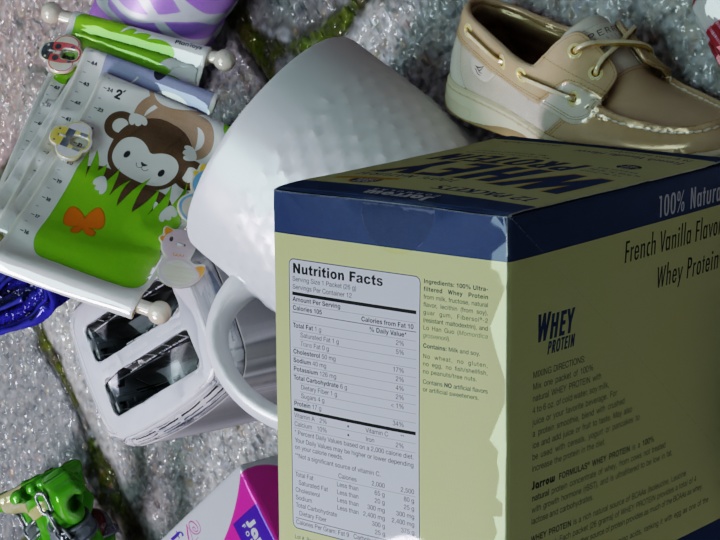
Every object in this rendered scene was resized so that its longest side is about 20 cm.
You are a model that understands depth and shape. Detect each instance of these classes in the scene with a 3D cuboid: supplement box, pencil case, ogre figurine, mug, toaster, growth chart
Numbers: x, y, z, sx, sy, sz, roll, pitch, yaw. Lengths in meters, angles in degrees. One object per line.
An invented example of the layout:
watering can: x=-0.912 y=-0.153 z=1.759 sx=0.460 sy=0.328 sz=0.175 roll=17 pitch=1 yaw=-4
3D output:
supplement box: x=-0.066 y=0.199 z=1.495 sx=0.200 sy=0.103 sz=0.102 roll=-45 pitch=66 yaw=41
pencil case: x=-0.124 y=-0.166 z=1.482 sx=0.200 sy=0.084 sz=0.086 roll=-55 pitch=26 yaw=37
ogre figurine: x=-0.195 y=0.194 z=1.631 sx=0.200 sy=0.098 sz=0.120 roll=-28 pitch=89 yaw=55
mug: x=0.000 y=0.000 z=1.311 sx=0.175 sy=0.200 sz=0.148 roll=38 pitch=171 yaw=16
toaster: x=-0.084 y=0.035 z=1.450 sx=0.200 sy=0.129 sz=0.114 roll=-29 pitch=79 yaw=47
growth chart: x=-0.144 y=-0.064 z=1.396 sx=0.144 sy=0.201 sz=0.018 roll=11 pitch=150 yaw=7
supplement box: x=0.071 y=0.051 z=1.132 sx=0.134 sy=0.200 sz=0.201 roll=8 pitch=104 yaw=37

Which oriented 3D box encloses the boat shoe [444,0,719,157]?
boat shoe: x=0.117 y=-0.099 z=1.241 sx=0.199 sy=0.074 sz=0.070 roll=20 pitch=120 yaw=43

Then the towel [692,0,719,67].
towel: x=0.250 y=-0.086 z=1.141 sx=0.144 sy=0.023 sz=0.201 roll=-41 pitch=69 yaw=43

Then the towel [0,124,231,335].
towel: x=-0.166 y=-0.020 z=1.481 sx=0.147 sy=0.200 sz=0.050 roll=-12 pitch=110 yaw=48
